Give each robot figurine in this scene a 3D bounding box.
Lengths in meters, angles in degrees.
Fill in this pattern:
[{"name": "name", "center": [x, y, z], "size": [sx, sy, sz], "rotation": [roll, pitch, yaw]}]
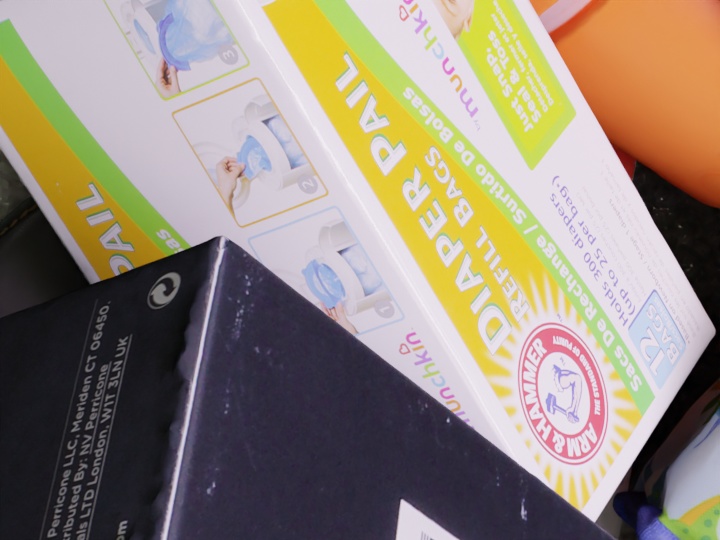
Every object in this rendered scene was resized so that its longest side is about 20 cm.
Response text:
[{"name": "robot figurine", "center": [0.094, -0.095, 0.756], "size": [0.200, 0.144, 0.117], "rotation": [31, 127, -23]}]

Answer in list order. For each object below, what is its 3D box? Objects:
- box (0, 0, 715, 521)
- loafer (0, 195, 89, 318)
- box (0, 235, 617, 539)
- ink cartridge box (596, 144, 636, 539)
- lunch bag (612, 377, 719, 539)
[{"name": "box", "center": [-0.005, -0.021, 0.697], "size": [0.200, 0.101, 0.113], "rotation": [58, 42, -17]}, {"name": "loafer", "center": [-0.122, 0.053, 0.722], "size": [0.073, 0.072, 0.200], "rotation": [36, 95, 16]}, {"name": "box", "center": [-0.052, 0.110, 0.626], "size": [0.200, 0.198, 0.124], "rotation": [39, 45, -38]}, {"name": "ink cartridge box", "center": [0.000, 0.000, 0.801], "size": [0.199, 0.044, 0.174], "rotation": [9, 93, -19]}, {"name": "lunch bag", "center": [0.199, 0.077, 0.712], "size": [0.200, 0.127, 0.170], "rotation": [43, 91, 0]}]
